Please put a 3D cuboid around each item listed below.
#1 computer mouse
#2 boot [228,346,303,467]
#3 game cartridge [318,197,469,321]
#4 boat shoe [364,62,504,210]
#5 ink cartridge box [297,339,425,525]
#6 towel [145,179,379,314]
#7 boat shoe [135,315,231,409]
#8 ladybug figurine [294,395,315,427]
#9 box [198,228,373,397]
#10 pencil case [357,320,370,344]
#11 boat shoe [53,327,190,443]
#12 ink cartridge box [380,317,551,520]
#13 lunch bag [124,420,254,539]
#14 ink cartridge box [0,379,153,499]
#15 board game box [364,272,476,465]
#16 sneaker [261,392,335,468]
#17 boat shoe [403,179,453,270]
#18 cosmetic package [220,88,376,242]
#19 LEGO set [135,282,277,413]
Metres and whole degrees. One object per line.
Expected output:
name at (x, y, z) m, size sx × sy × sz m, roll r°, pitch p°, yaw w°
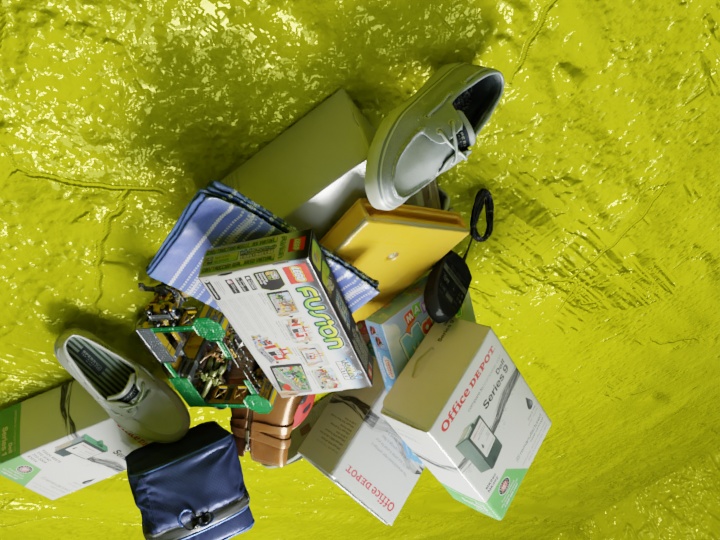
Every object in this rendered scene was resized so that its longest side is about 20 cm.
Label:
computer mouse at (0.119, -0.022, 0.776) m, size 0.034 × 0.202 × 0.059 m, roll -10°, pitch 131°, yaw 45°
boot at (-0.101, 0.179, 0.833) m, size 0.195 × 0.160 × 0.076 m, roll 3°, pitch 179°, yaw 30°
game cartridge at (0.000, 0.000, 0.701) m, size 0.174 × 0.033 × 0.199 m, roll 1°, pitch 146°, yaw -47°
boat shoe at (0.076, -0.134, 0.602) m, size 0.202 × 0.070 × 0.071 m, roll -53°, pitch 134°, yaw -29°
ink cartridge box at (0.032, 0.203, 0.846) m, size 0.146 × 0.083 × 0.202 m, roll 48°, pitch 68°, yaw -34°
towel at (-0.096, 0.009, 0.619) m, size 0.197 × 0.024 × 0.144 m, roll 31°, pitch 129°, yaw -23°
boat shoe at (-0.223, 0.124, 0.852) m, size 0.071 × 0.074 × 0.201 m, roll -27°, pitch 142°, yaw 8°
ladybug figurine at (-0.126, 0.185, 0.971) m, size 0.132 × 0.073 × 0.203 m, roll -15°, pitch 142°, yaw -7°
box at (-0.064, 0.052, 0.624) m, size 0.107 × 0.035 × 0.202 m, roll -9°, pitch 135°, yaw 14°
pencil case at (0.015, 0.104, 0.931) m, size 0.195 × 0.089 × 0.088 m, roll -20°, pitch 143°, yaw 0°
boat shoe at (-0.290, 0.148, 0.780) m, size 0.199 × 0.074 × 0.066 m, roll 40°, pitch 161°, yaw -18°
ink cartridge box at (0.132, 0.177, 0.767) m, size 0.147 × 0.083 × 0.201 m, roll -53°, pitch 125°, yaw -21°
lunch bag at (-0.212, 0.284, 0.803) m, size 0.133 × 0.136 × 0.199 m, roll -17°, pitch -178°, yaw -22°
ink cartridge box at (-0.380, 0.225, 0.888) m, size 0.195 × 0.086 × 0.147 m, roll -22°, pitch 143°, yaw 0°
board game box at (0.093, 0.115, 0.804) m, size 0.150 × 0.036 × 0.205 m, roll -32°, pitch 115°, yaw -32°
sneaker at (-0.079, 0.301, 1.128) m, size 0.197 × 0.076 × 0.106 m, roll -32°, pitch 139°, yaw 11°
boat shoe at (0.079, -0.068, 0.765) m, size 0.067 × 0.076 × 0.201 m, roll -30°, pitch 148°, yaw 4°
cosmetic package at (-0.063, -0.076, 0.662) m, size 0.197 × 0.109 × 0.085 m, roll -31°, pitch 142°, yaw 15°
LEGO set at (-0.167, 0.071, 0.763) m, size 0.150 × 0.118 × 0.202 m, roll -11°, pitch 130°, yaw 26°
